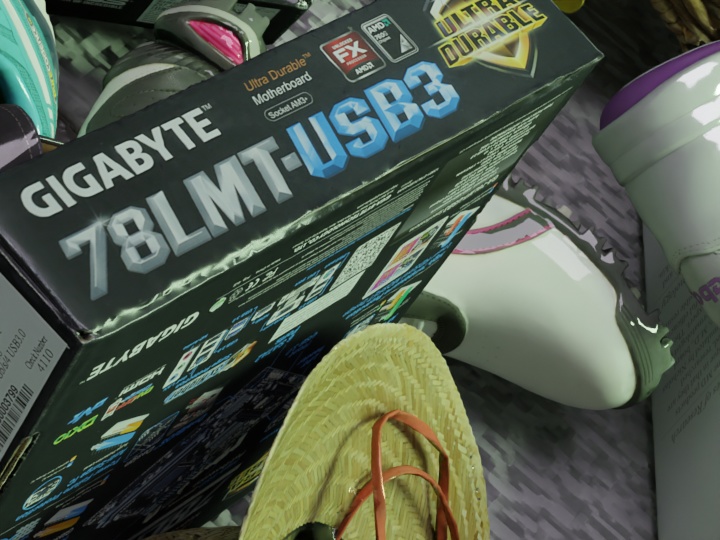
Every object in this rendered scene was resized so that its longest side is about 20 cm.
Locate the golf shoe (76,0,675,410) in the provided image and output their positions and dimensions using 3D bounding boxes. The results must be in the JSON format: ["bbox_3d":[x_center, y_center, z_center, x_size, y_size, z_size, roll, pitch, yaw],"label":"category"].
[{"bbox_3d":[0.000,0.000,0.848,0.199,0.077,0.088,31,59,2],"label":"golf shoe"}]

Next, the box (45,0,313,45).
[{"bbox_3d":[-0.111,-0.166,0.867,0.198,0.044,0.162,8,75,-19],"label":"box"}]

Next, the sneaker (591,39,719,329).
[{"bbox_3d":[0.164,-0.034,0.878,0.199,0.075,0.100,-18,77,-34],"label":"sneaker"}]

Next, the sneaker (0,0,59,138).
[{"bbox_3d":[-0.146,-0.091,0.762,0.200,0.077,0.080,44,22,-43],"label":"sneaker"}]

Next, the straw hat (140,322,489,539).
[{"bbox_3d":[-0.035,0.111,0.701,0.084,0.202,0.202,1,38,22],"label":"straw hat"}]

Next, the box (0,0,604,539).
[{"bbox_3d":[-0.052,0.023,0.690,0.050,0.199,0.200,48,45,11],"label":"box"}]

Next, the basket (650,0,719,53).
[{"bbox_3d":[0.173,-0.156,0.976,0.200,0.142,0.150,48,34,-34],"label":"basket"}]

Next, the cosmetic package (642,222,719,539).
[{"bbox_3d":[0.154,0.028,0.907,0.101,0.074,0.201,17,45,-17],"label":"cosmetic package"}]

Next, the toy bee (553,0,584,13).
[{"bbox_3d":[0.034,-0.142,0.954,0.131,0.109,0.200,44,44,6],"label":"toy bee"}]

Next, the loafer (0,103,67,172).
[{"bbox_3d":[-0.116,-0.023,0.716,0.073,0.072,0.200,63,18,19],"label":"loafer"}]
